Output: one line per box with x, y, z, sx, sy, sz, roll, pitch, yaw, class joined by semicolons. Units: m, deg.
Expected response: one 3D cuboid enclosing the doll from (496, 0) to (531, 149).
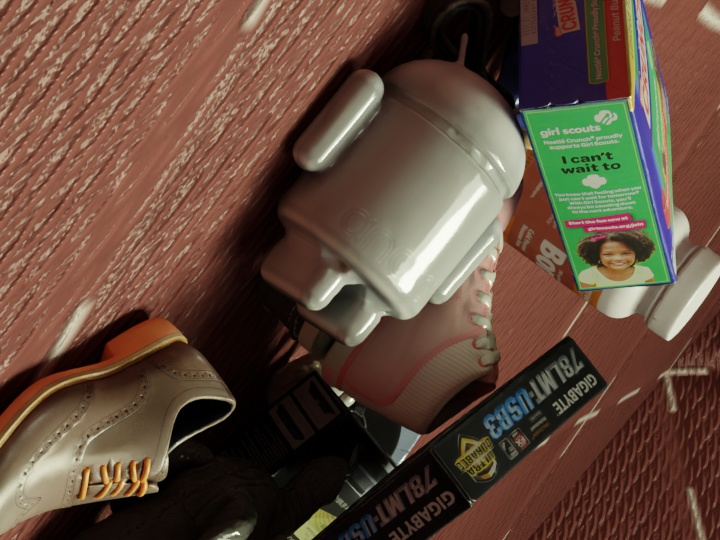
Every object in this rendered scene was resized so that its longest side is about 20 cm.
0.141;-0.183;1.257;0.136;0.048;0.201;-17;135;-50;doll

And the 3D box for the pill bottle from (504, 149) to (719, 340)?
0.210;-0.032;1.497;0.112;0.200;0.112;-47;163;-19;pill bottle

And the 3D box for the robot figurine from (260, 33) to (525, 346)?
0.027;-0.050;1.089;0.200;0.113;0.170;-51;131;-8;robot figurine

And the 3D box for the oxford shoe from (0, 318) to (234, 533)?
-0.147;0.097;0.952;0.200;0.073;0.072;-38;159;-43;oxford shoe

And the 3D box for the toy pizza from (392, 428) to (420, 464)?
0.017;0.163;1.672;0.200;0.032;0.200;-49;164;-19;toy pizza

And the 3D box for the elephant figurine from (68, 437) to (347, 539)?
-0.114;0.172;1.147;0.200;0.141;0.155;-49;-176;-2;elephant figurine

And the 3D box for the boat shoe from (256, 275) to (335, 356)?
0.000;0.000;1.217;0.201;0.060;0.072;-24;148;-59;boat shoe

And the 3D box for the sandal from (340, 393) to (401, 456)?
-0.033;0.162;1.438;0.200;0.076;0.043;-44;166;-31;sandal

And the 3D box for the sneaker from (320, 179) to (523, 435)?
0.072;0.024;1.173;0.201;0.104;0.075;-51;161;-12;sneaker

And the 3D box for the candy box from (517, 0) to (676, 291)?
0.159;-0.111;1.154;0.200;0.076;0.170;61;27;-50;candy box

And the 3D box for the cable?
0.075;-0.118;1.169;0.096;0.051;0.200;-13;155;-15;cable

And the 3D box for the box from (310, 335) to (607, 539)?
0.047;0.142;1.147;0.198;0.050;0.200;-44;173;36;box

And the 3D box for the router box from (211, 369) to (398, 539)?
-0.045;0.183;1.310;0.157;0.052;0.200;-38;142;-2;router box

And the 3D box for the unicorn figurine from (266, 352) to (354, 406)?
-0.037;0.110;1.353;0.137;0.074;0.201;-39;147;-15;unicorn figurine
